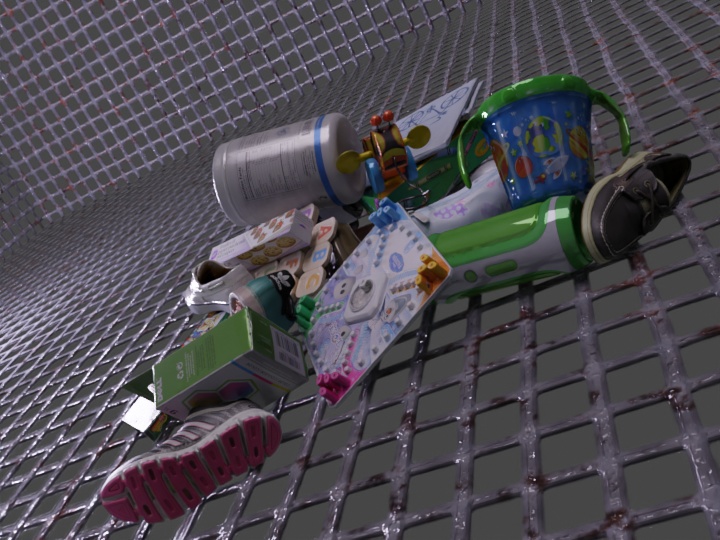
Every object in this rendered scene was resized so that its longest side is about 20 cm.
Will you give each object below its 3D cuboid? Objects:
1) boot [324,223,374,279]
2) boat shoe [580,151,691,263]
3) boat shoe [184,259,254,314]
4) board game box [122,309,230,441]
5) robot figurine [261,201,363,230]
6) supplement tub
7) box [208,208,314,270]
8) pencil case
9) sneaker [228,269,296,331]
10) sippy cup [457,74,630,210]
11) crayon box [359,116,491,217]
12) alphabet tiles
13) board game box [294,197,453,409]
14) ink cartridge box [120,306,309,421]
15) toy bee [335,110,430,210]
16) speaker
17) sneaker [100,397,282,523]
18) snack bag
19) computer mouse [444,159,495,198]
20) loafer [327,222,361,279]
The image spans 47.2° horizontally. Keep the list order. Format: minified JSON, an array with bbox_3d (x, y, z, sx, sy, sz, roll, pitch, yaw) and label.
[{"bbox_3d":[-0.054,0.004,1.199,0.196,0.065,0.188,-11,36,23],"label":"boot"},{"bbox_3d":[0.300,-0.079,0.883,0.065,0.073,0.200,-15,19,46],"label":"boat shoe"},{"bbox_3d":[-0.202,0.016,1.145,0.071,0.071,0.199,-37,19,-25],"label":"boat shoe"},{"bbox_3d":[-0.237,0.134,1.112,0.104,0.023,0.201,2,51,56],"label":"board game box"},{"bbox_3d":[-0.073,-0.118,1.342,0.198,0.152,0.125,-26,2,20],"label":"robot figurine"},{"bbox_3d":[-0.102,-0.146,1.209,0.196,0.134,0.132,-11,25,21],"label":"supplement tub"},{"bbox_3d":[-0.143,-0.033,1.157,0.198,0.041,0.039,-20,47,42],"label":"box"},{"bbox_3d":[0.143,-0.071,1.054,0.197,0.092,0.083,-27,15,4],"label":"pencil case"},{"bbox_3d":[-0.115,0.067,1.013,0.079,0.072,0.201,-30,-18,-23],"label":"sneaker"},{"bbox_3d":[0.211,-0.135,0.950,0.176,0.133,0.138,-21,-17,39],"label":"sippy cup"},{"bbox_3d":[0.099,-0.150,1.242,0.199,0.059,0.119,-41,20,-10],"label":"crayon box"},{"bbox_3d":[-0.112,0.002,1.135,0.194,0.015,0.203,-20,46,40],"label":"alphabet tiles"},{"bbox_3d":[0.001,0.028,0.949,0.201,0.026,0.201,-49,29,10],"label":"board game box"},{"bbox_3d":[-0.167,0.130,0.938,0.198,0.104,0.060,-31,50,19],"label":"ink cartridge box"},{"bbox_3d":[0.042,-0.163,1.097,0.130,0.111,0.199,-28,24,-25],"label":"toy bee"},{"bbox_3d":[0.155,-0.020,0.921,0.197,0.089,0.089,-16,23,32],"label":"speaker"},{"bbox_3d":[-0.180,0.197,0.880,0.197,0.075,0.087,-27,19,-8],"label":"sneaker"},{"bbox_3d":[0.092,-0.206,1.260,0.187,0.021,0.201,-22,27,37],"label":"snack bag"},{"bbox_3d":[0.159,-0.129,1.239,0.197,0.044,0.110,-18,22,29],"label":"computer mouse"},{"bbox_3d":[0.000,0.000,1.097,0.066,0.077,0.201,-7,36,-13],"label":"loafer"}]
